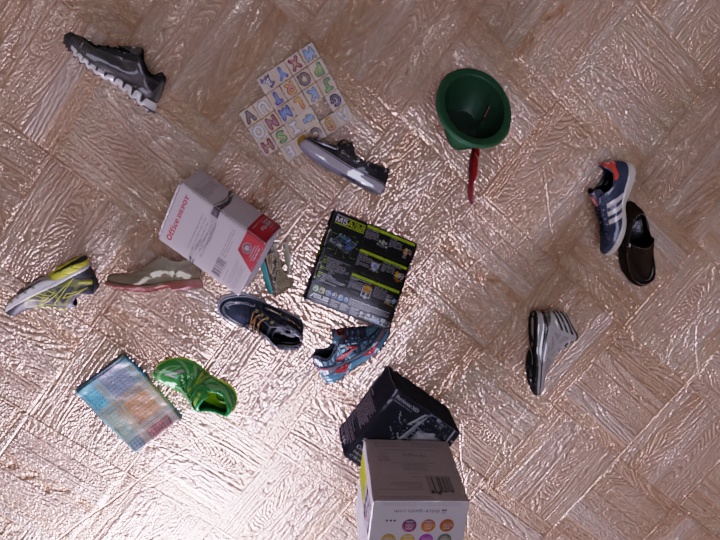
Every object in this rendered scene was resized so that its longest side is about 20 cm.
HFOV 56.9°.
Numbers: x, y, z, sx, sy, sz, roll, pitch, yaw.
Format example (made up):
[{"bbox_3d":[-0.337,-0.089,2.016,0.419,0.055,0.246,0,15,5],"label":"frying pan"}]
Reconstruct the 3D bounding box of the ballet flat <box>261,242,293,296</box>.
[{"bbox_3d":[-0.190,-0.048,1.378,0.074,0.067,0.204,-27,110,-19],"label":"ballet flat"}]

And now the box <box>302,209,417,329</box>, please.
[{"bbox_3d":[0.000,0.000,1.398,0.195,0.047,0.198,20,85,-14],"label":"box"}]

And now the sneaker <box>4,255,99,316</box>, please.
[{"bbox_3d":[-0.621,0.051,1.341,0.196,0.075,0.086,-28,110,2],"label":"sneaker"}]

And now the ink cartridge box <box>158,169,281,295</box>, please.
[{"bbox_3d":[-0.275,-0.075,1.297,0.198,0.083,0.148,35,123,-1],"label":"ink cartridge box"}]

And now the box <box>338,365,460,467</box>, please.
[{"bbox_3d":[0.086,0.366,1.516,0.198,0.124,0.198,35,99,-17],"label":"box"}]

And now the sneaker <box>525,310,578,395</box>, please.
[{"bbox_3d":[0.447,0.190,1.530,0.112,0.076,0.206,-2,106,-5],"label":"sneaker"}]

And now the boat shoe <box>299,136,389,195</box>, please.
[{"bbox_3d":[-0.027,-0.226,1.339,0.196,0.070,0.068,27,86,-12],"label":"boat shoe"}]

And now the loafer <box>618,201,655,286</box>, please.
[{"bbox_3d":[0.616,-0.050,1.477,0.071,0.072,0.204,-23,109,1],"label":"loafer"}]

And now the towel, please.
[{"bbox_3d":[-0.509,0.294,1.464,0.145,0.022,0.202,-35,109,5],"label":"towel"}]

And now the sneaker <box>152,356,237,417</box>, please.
[{"bbox_3d":[-0.354,0.253,1.438,0.197,0.084,0.075,28,103,-15],"label":"sneaker"}]

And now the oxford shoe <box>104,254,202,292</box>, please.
[{"bbox_3d":[-0.424,0.006,1.367,0.194,0.071,0.076,-2,88,-10],"label":"oxford shoe"}]

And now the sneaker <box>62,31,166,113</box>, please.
[{"bbox_3d":[-0.446,-0.387,1.230,0.198,0.067,0.091,35,98,-20],"label":"sneaker"}]

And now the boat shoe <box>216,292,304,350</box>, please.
[{"bbox_3d":[-0.210,0.107,1.406,0.195,0.091,0.072,17,105,-13],"label":"boat shoe"}]

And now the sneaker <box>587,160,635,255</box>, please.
[{"bbox_3d":[0.529,-0.137,1.439,0.082,0.075,0.206,5,98,-11],"label":"sneaker"}]

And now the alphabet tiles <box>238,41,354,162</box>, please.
[{"bbox_3d":[-0.135,-0.323,1.321,0.197,0.008,0.169,-32,109,3],"label":"alphabet tiles"}]

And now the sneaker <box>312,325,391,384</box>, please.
[{"bbox_3d":[-0.022,0.161,1.456,0.198,0.079,0.096,-38,107,5],"label":"sneaker"}]

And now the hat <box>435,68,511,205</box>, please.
[{"bbox_3d":[0.204,-0.282,1.376,0.161,0.176,0.205,13,69,-9],"label":"hat"}]

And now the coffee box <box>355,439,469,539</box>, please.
[{"bbox_3d":[0.099,0.499,1.389,0.194,0.201,0.203,4,110,-8],"label":"coffee box"}]
